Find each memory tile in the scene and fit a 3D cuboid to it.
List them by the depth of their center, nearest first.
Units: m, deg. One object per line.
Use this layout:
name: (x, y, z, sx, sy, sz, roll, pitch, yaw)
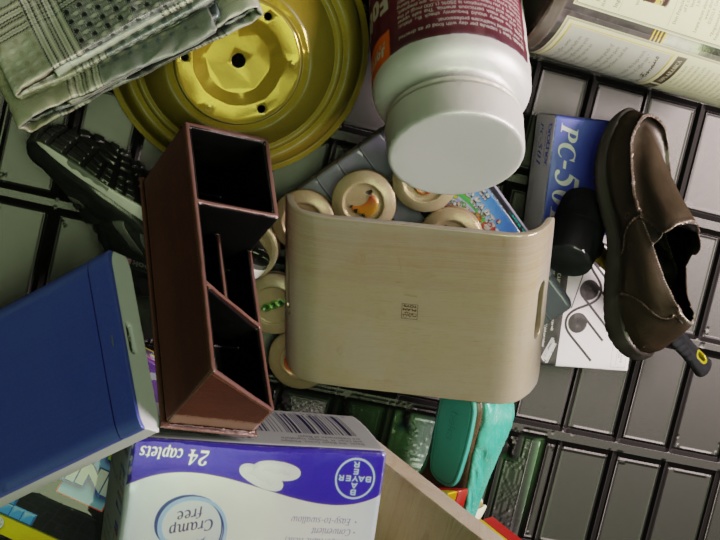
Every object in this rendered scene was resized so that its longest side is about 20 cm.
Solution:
memory tile: (0.000, 0.000, 1.136, 0.199, 0.017, 0.154, -20, 104, 13)

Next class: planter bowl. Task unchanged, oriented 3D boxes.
planter bowl: (-0.090, -0.158, 1.075, 0.200, 0.083, 0.201, -1, 107, -5)

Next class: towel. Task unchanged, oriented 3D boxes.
towel: (-0.186, -0.215, 1.028, 0.192, 0.035, 0.200, -27, 67, -2)

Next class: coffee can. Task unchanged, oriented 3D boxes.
coffee can: (0.224, -0.214, 1.128, 0.199, 0.146, 0.147, 14, 95, -15)

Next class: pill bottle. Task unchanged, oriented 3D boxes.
pill bottle: (0.063, -0.162, 1.065, 0.114, 0.114, 0.201, 8, 56, -14)

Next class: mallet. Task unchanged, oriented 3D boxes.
mallet: (0.214, 0.025, 1.162, 0.200, 0.041, 0.066, 49, 48, -21)

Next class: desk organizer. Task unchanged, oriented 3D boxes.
desk organizer: (-0.097, 0.004, 1.003, 0.072, 0.077, 0.201, 9, 55, -30)

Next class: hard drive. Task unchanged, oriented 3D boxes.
hard drive: (-0.233, 0.086, 1.020, 0.200, 0.025, 0.132, -26, 63, 23)

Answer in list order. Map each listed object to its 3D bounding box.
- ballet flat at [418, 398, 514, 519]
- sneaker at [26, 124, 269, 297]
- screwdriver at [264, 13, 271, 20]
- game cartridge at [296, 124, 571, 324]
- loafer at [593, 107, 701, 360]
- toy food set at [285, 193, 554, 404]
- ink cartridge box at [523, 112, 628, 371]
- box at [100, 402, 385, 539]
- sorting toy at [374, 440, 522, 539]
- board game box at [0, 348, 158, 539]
ballet flat: (0.079, 0.173, 1.187, 0.070, 0.067, 0.201, -3, 119, -42)
sneaker: (-0.174, -0.026, 1.100, 0.200, 0.076, 0.088, 34, 110, -5)
screwdriver: (-0.108, -0.247, 1.103, 0.200, 0.028, 0.029, 45, 46, -17)
game cartridge: (0.059, -0.020, 1.147, 0.129, 0.038, 0.200, -34, 100, 19)
loafer: (0.226, -0.032, 1.115, 0.073, 0.071, 0.201, 20, 63, -45)
toy food set: (0.040, 0.017, 1.105, 0.199, 0.060, 0.144, 6, 119, 6)
ink cartridge box: (0.180, -0.023, 1.197, 0.094, 0.044, 0.201, 4, 97, -16)
box: (-0.091, 0.206, 1.058, 0.183, 0.105, 0.201, 5, 99, -17)
sorting toy: (0.045, 0.250, 1.127, 0.069, 0.199, 0.201, -4, 118, -43)
board game box: (-0.191, 0.137, 1.104, 0.200, 0.057, 0.166, 27, 92, -15)
